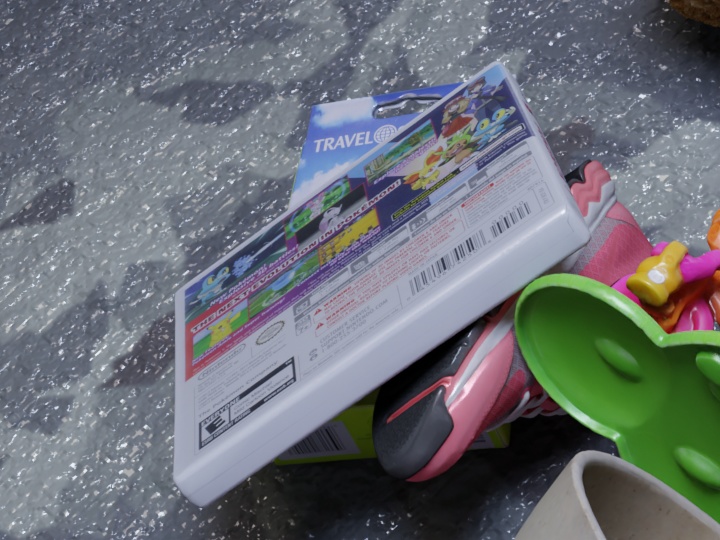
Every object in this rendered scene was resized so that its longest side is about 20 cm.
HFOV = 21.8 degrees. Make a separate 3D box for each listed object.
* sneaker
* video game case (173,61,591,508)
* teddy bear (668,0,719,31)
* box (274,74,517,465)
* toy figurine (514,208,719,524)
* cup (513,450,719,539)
[{"bbox_3d":[0.082,0.033,0.815,0.074,0.087,0.200,-37,10,49],"label":"sneaker"},{"bbox_3d":[0.000,0.000,0.831,0.200,0.023,0.182,-36,23,11],"label":"video game case"},{"bbox_3d":[0.248,-0.170,0.959,0.200,0.067,0.145,-34,54,-14],"label":"teddy bear"},{"bbox_3d":[0.020,-0.003,0.923,0.122,0.048,0.200,-7,50,21],"label":"box"},{"bbox_3d":[0.193,0.019,0.761,0.200,0.150,0.184,36,57,18],"label":"toy figurine"},{"bbox_3d":[0.089,0.175,0.555,0.143,0.200,0.200,-48,43,12],"label":"cup"}]
